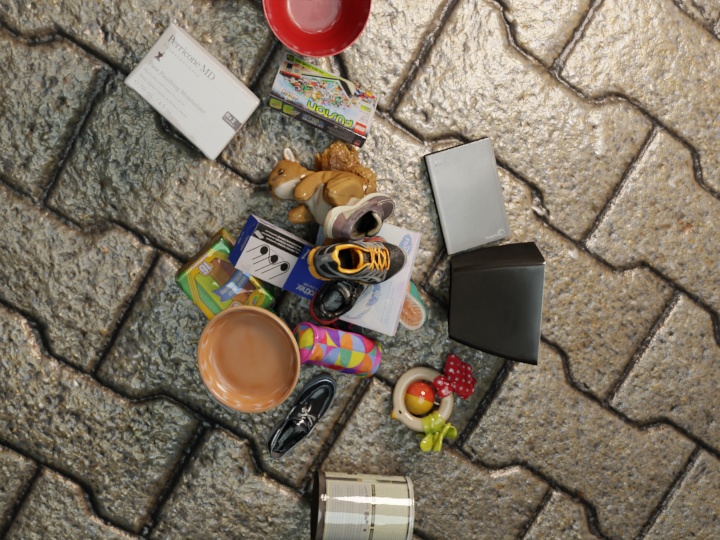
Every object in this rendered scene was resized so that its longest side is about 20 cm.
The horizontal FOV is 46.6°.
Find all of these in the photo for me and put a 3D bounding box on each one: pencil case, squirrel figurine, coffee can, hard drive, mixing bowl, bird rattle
[{"bbox_3d":[-0.046,0.155,1.605,0.198,0.088,0.090,22,100,-44],"label":"pencil case"},{"bbox_3d":[-0.074,-0.160,1.578,0.200,0.184,0.144,-41,146,-36],"label":"squirrel figurine"},{"bbox_3d":[0.001,0.493,1.715,0.194,0.147,0.151,6,101,-8],"label":"coffee can"},{"bbox_3d":[0.214,-0.148,1.667,0.136,0.033,0.205,-16,103,-4],"label":"hard drive"},{"bbox_3d":[-0.082,-0.490,1.520,0.194,0.108,0.206,-1,101,-7],"label":"mixing bowl"},{"bbox_3d":[0.146,0.264,1.714,0.159,0.113,0.205,17,97,7],"label":"bird rattle"}]

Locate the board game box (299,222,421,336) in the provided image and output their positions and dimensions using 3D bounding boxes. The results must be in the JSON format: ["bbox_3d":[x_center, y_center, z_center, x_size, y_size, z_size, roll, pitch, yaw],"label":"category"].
[{"bbox_3d":[0.000,0.000,1.623,0.194,0.043,0.205,17,95,14],"label":"board game box"}]

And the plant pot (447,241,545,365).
[{"bbox_3d":[0.259,0.055,1.644,0.172,0.200,0.205,3,102,6],"label":"plant pot"}]

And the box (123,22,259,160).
[{"bbox_3d":[-0.291,-0.317,1.483,0.198,0.200,0.131,41,95,-13],"label":"box"}]

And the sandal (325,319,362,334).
[{"bbox_3d":[-0.039,0.074,1.675,0.073,0.045,0.205,-10,103,-5],"label":"sandal"}]

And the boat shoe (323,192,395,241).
[{"bbox_3d":[0.011,-0.090,1.512,0.064,0.198,0.074,27,115,26],"label":"boat shoe"}]

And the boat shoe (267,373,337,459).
[{"bbox_3d":[-0.118,0.301,1.700,0.072,0.068,0.200,43,94,-13],"label":"boat shoe"}]

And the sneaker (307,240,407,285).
[{"bbox_3d":[0.006,-0.016,1.479,0.196,0.077,0.081,-6,84,-32],"label":"sneaker"}]

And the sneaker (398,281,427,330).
[{"bbox_3d":[0.063,0.031,1.673,0.071,0.080,0.202,-37,84,13],"label":"sneaker"}]

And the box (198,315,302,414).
[{"bbox_3d":[-0.205,0.187,1.640,0.198,0.117,0.061,-35,59,1],"label":"box"}]

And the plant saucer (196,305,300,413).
[{"bbox_3d":[-0.204,0.161,1.540,0.194,0.037,0.206,2,103,9],"label":"plant saucer"}]

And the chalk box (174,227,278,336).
[{"bbox_3d":[-0.242,0.041,1.603,0.124,0.124,0.201,-41,103,3],"label":"chalk box"}]

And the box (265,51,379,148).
[{"bbox_3d":[-0.069,-0.319,1.565,0.196,0.035,0.112,22,60,-12],"label":"box"}]

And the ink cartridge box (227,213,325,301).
[{"bbox_3d":[-0.139,-0.019,1.545,0.197,0.044,0.095,25,99,-37],"label":"ink cartridge box"}]

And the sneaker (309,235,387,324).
[{"bbox_3d":[-0.016,0.019,1.543,0.071,0.098,0.201,42,87,-4],"label":"sneaker"}]
